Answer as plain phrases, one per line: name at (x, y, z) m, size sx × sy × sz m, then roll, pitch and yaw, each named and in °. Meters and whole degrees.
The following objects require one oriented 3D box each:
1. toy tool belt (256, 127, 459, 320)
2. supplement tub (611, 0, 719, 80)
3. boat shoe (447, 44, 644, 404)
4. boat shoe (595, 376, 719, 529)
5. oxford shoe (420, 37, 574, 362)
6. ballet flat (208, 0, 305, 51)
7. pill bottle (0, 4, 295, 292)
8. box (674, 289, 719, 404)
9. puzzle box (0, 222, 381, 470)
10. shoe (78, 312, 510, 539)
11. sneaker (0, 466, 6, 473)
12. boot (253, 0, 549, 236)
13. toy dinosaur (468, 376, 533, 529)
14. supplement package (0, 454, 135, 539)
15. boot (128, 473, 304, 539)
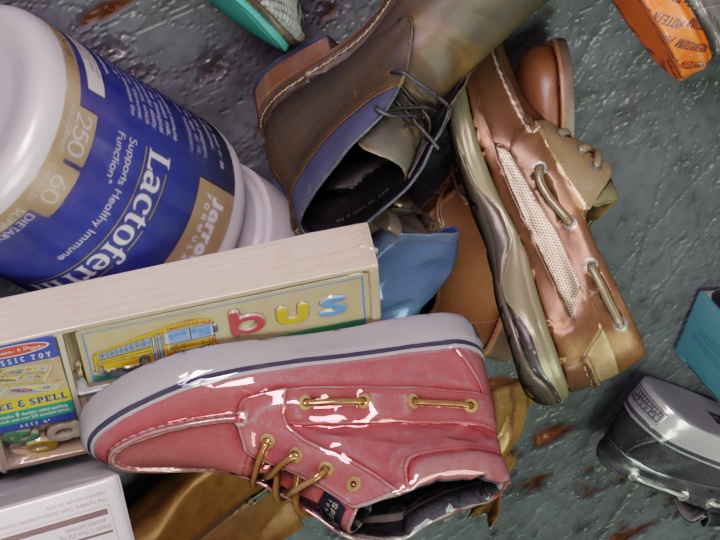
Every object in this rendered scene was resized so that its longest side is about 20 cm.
toy tool belt at (0.000, 0.000, 1.503) m, size 0.125 × 0.123 × 0.200 m, roll 0°, pitch 128°, yaw -33°
supplement tub at (0.217, -0.191, 1.468) m, size 0.200 × 0.123 × 0.123 m, roll -34°, pitch 139°, yaw -1°
boat shoe at (0.094, -0.034, 1.475) m, size 0.074 × 0.201 × 0.076 m, roll -16°, pitch 173°, yaw 3°
boat shoe at (0.226, 0.129, 1.811) m, size 0.200 × 0.072 × 0.068 m, roll 23°, pitch 111°, yaw -42°
oxford shoe at (0.069, -0.037, 1.560) m, size 0.071 × 0.071 × 0.200 m, roll 9°, pitch 121°, yaw -12°
ballet flat at (-0.078, -0.166, 1.341) m, size 0.072 × 0.072 × 0.200 m, roll -47°, pitch 139°, yaw 13°
pill bottle at (-0.127, -0.038, 1.390) m, size 0.116 × 0.116 × 0.200 m, roll -46°, pitch 138°, yaw 13°
box at (0.299, 0.049, 1.777) m, size 0.200 × 0.082 × 0.049 m, roll -4°, pitch 129°, yaw -31°
puzzle box at (-0.087, 0.038, 1.392) m, size 0.199 × 0.025 × 0.133 m, roll -12°, pitch 151°, yaw -4°
shoe at (-0.030, 0.085, 1.377) m, size 0.200 × 0.091 × 0.072 m, roll -11°, pitch 151°, yaw -6°
sneaker at (-0.242, 0.064, 1.444) m, size 0.200 × 0.070 × 0.100 m, roll -22°, pitch 135°, yaw -16°
boot at (0.035, -0.089, 1.377) m, size 0.200 × 0.097 × 0.075 m, roll -34°, pitch 134°, yaw 28°
toy dinosaur at (0.072, 0.076, 1.533) m, size 0.200 × 0.060 × 0.106 m, roll -21°, pitch 140°, yaw -53°
supplement package at (-0.208, 0.173, 1.432) m, size 0.199 × 0.156 × 0.111 m, roll -15°, pitch 93°, yaw -9°
boot at (-0.135, 0.149, 1.596) m, size 0.200 × 0.069 × 0.188 m, roll -33°, pitch 138°, yaw -4°
